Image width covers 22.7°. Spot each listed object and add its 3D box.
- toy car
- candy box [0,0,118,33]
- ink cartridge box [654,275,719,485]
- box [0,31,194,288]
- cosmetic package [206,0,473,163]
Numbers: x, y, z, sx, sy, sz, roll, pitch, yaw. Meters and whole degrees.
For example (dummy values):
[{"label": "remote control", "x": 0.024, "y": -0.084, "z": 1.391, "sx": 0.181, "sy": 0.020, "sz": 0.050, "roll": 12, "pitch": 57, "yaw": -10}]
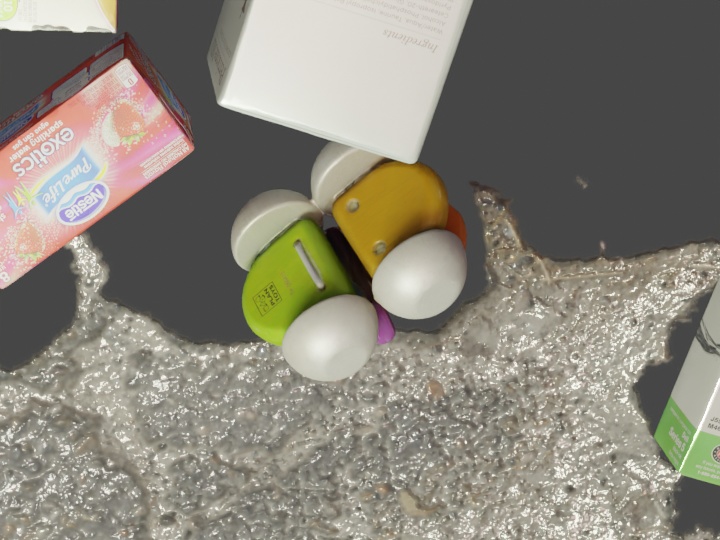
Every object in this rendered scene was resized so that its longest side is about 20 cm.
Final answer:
[{"label": "toy car", "x": 0.000, "y": 0.000, "z": 1.494, "sx": 0.199, "sy": 0.176, "sz": 0.150, "roll": -35, "pitch": 147, "yaw": 5}, {"label": "candy box", "x": -0.287, "y": -0.259, "z": 1.399, "sx": 0.197, "sy": 0.061, "sz": 0.138, "roll": 0, "pitch": 109, "yaw": -8}, {"label": "ink cartridge box", "x": 0.371, "y": 0.094, "z": 1.597, "sx": 0.144, "sy": 0.084, "sz": 0.202, "roll": 16, "pitch": 107, "yaw": -12}, {"label": "box", "x": -0.238, "y": -0.090, "z": 1.445, "sx": 0.199, "sy": 0.100, "sz": 0.096, "roll": -35, "pitch": 110, "yaw": 5}, {"label": "cosmetic package", "x": -0.011, "y": -0.217, "z": 1.393, "sx": 0.165, "sy": 0.168, "sz": 0.202, "roll": 15, "pitch": 106, "yaw": -13}]
